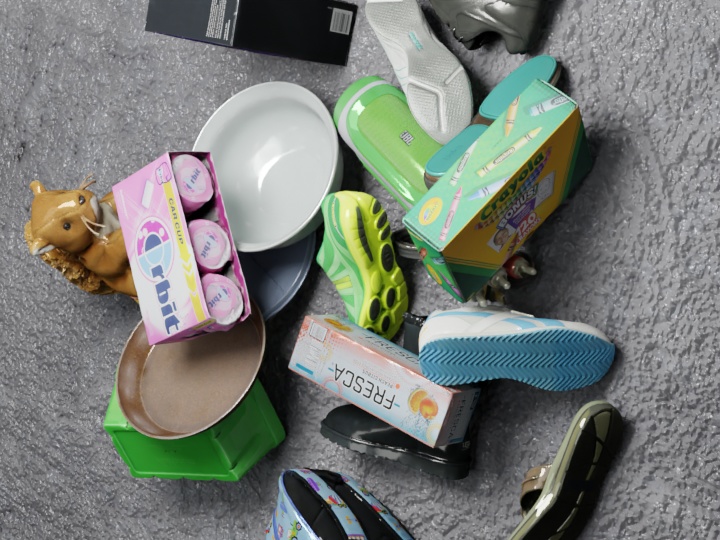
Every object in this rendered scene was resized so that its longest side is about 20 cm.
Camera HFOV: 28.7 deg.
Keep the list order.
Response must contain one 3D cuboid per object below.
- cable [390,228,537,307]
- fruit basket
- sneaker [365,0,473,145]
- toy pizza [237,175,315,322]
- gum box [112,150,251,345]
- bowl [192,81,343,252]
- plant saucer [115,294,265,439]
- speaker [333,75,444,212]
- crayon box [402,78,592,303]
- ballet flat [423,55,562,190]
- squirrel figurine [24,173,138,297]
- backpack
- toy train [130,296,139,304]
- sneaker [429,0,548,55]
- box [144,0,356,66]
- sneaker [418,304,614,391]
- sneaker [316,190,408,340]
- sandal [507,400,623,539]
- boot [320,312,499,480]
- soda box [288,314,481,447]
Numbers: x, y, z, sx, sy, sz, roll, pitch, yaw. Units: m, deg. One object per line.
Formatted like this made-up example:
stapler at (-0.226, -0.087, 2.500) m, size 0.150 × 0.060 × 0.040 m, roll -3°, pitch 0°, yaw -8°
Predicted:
cable at (0.112, -0.020, 1.498) m, size 0.200 × 0.097 × 0.051 m, roll 39°, pitch 149°, yaw 47°
fruit basket at (-0.193, 0.143, 1.710) m, size 0.214 × 0.216 × 0.156 m, roll 7°, pitch 133°, yaw 37°
sneaker at (0.072, -0.217, 1.520) m, size 0.070 × 0.080 × 0.202 m, roll -26°, pitch 68°, yaw 6°
toy pizza at (-0.137, -0.026, 1.693) m, size 0.198 × 0.032 × 0.202 m, roll -9°, pitch 71°, yaw 26°
gum box at (-0.200, -0.019, 1.573) m, size 0.113 × 0.066 × 0.202 m, roll -23°, pitch 78°, yaw 43°
bowl at (-0.094, -0.107, 1.624) m, size 0.199 × 0.090 × 0.203 m, roll -9°, pitch 70°, yaw 26°
plant saucer at (-0.190, 0.107, 1.621) m, size 0.198 × 0.035 × 0.202 m, roll -14°, pitch 55°, yaw 20°
speaker at (0.057, -0.123, 1.529) m, size 0.200 × 0.088 × 0.089 m, roll 48°, pitch 117°, yaw 27°
crayon box at (0.138, -0.077, 1.390) m, size 0.200 × 0.119 × 0.058 m, roll -46°, pitch 60°, yaw -9°
ballet flat at (0.140, -0.137, 1.452) m, size 0.200 × 0.069 × 0.068 m, roll -44°, pitch 41°, yaw -17°
squirrel figurine at (-0.328, -0.036, 1.692) m, size 0.199 × 0.186 × 0.143 m, roll -20°, pitch 67°, yaw 41°
backpack at (-0.026, 0.315, 1.537) m, size 0.200 × 0.182 × 0.135 m, roll 48°, pitch 111°, yaw 31°
toy train at (-0.246, -0.032, 1.783) m, size 0.149 × 0.055 × 0.202 m, roll -2°, pitch 89°, yaw 38°
sneaker at (0.108, -0.286, 1.499) m, size 0.199 × 0.076 × 0.092 m, roll 27°, pitch 113°, yaw 37°
box at (-0.123, -0.287, 1.594) m, size 0.140 × 0.199 × 0.080 m, roll 19°, pitch 102°, yaw 36°
sneaker at (0.158, 0.070, 1.428) m, size 0.198 × 0.081 × 0.077 m, roll 4°, pitch 120°, yaw 0°
sneaker at (0.000, 0.000, 1.560) m, size 0.083 × 0.074 × 0.202 m, roll 25°, pitch 131°, yaw 47°
sandal at (0.202, 0.217, 1.435) m, size 0.057 × 0.079 × 0.202 m, roll 40°, pitch 108°, yaw 49°
boot at (0.053, 0.127, 1.542) m, size 0.197 × 0.073 × 0.164 m, roll 13°, pitch 101°, yaw 30°
soda box at (0.023, 0.113, 1.484) m, size 0.199 × 0.068 × 0.064 m, roll 27°, pitch 104°, yaw 30°
